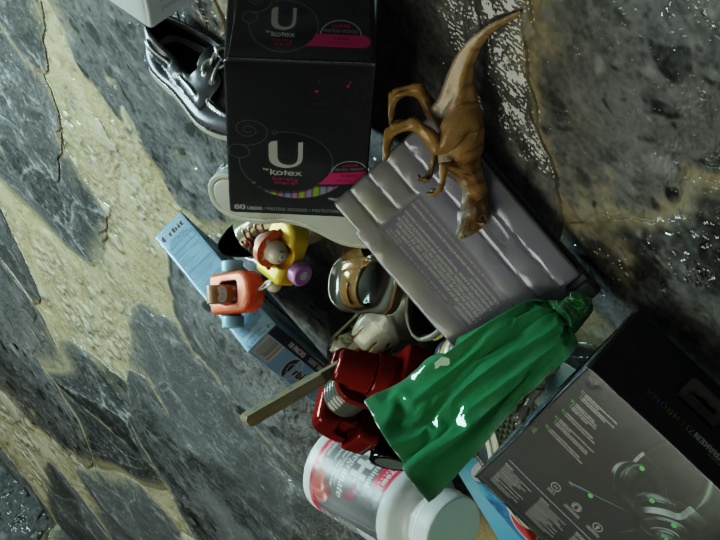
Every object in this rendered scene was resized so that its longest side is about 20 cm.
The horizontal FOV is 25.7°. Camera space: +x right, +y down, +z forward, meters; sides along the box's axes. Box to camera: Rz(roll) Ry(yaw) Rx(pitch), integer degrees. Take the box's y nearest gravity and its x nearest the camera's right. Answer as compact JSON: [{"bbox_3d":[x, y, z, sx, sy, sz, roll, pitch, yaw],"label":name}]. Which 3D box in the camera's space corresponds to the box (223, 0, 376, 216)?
[{"bbox_3d":[-0.051,-0.145,1.323,0.122,0.106,0.200,1,145,-1],"label":"box"}]

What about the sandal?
[{"bbox_3d":[0.000,0.000,1.518,0.054,0.082,0.200,10,173,-20],"label":"sandal"}]

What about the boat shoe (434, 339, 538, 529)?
[{"bbox_3d":[0.125,0.141,1.423,0.200,0.075,0.062,62,159,-11],"label":"boat shoe"}]

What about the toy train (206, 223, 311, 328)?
[{"bbox_3d":[-0.113,-0.043,1.554,0.150,0.056,0.201,-1,87,47],"label":"toy train"}]

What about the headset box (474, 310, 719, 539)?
[{"bbox_3d":[0.221,0.155,1.273,0.174,0.093,0.200,43,137,7],"label":"headset box"}]

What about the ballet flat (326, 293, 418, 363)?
[{"bbox_3d":[0.015,0.067,1.606,0.067,0.064,0.200,51,155,4],"label":"ballet flat"}]

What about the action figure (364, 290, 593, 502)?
[{"bbox_3d":[0.108,0.086,1.274,0.055,0.200,0.118,39,-167,-52],"label":"action figure"}]

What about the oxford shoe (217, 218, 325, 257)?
[{"bbox_3d":[-0.084,-0.042,1.611,0.071,0.075,0.200,55,155,-7],"label":"oxford shoe"}]

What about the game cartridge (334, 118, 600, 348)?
[{"bbox_3d":[0.086,-0.020,1.310,0.130,0.038,0.200,-40,91,25],"label":"game cartridge"}]

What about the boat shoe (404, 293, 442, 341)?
[{"bbox_3d":[0.081,-0.001,1.407,0.072,0.060,0.202,43,154,18],"label":"boat shoe"}]

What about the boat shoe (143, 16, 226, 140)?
[{"bbox_3d":[-0.148,-0.188,1.529,0.200,0.073,0.063,37,155,38],"label":"boat shoe"}]

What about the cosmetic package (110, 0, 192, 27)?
[{"bbox_3d":[-0.183,-0.337,1.275,0.200,0.165,0.165,37,152,30],"label":"cosmetic package"}]

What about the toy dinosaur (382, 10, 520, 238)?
[{"bbox_3d":[0.072,-0.124,1.243,0.106,0.060,0.201,3,123,8],"label":"toy dinosaur"}]

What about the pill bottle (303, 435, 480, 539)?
[{"bbox_3d":[0.036,0.253,1.764,0.200,0.111,0.111,23,143,45],"label":"pill bottle"}]

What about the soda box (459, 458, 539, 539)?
[{"bbox_3d":[0.162,0.229,1.576,0.200,0.064,0.068,58,154,-15],"label":"soda box"}]

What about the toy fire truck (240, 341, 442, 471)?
[{"bbox_3d":[-0.016,0.128,1.549,0.199,0.129,0.176,19,157,-13],"label":"toy fire truck"}]

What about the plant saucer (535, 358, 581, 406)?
[{"bbox_3d":[0.206,0.142,1.415,0.201,0.039,0.201,40,153,25],"label":"plant saucer"}]

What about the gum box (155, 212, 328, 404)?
[{"bbox_3d":[-0.118,0.044,1.706,0.200,0.045,0.170,48,-178,36],"label":"gum box"}]

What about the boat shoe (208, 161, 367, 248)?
[{"bbox_3d":[-0.040,-0.069,1.454,0.199,0.062,0.075,8,131,21],"label":"boat shoe"}]
